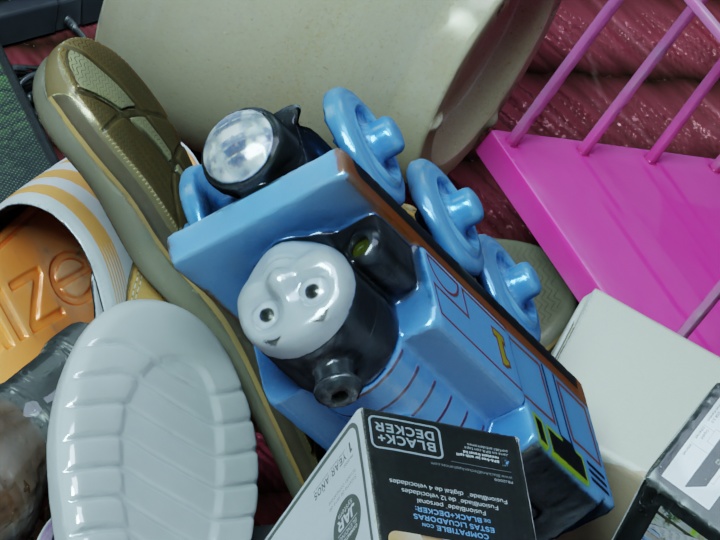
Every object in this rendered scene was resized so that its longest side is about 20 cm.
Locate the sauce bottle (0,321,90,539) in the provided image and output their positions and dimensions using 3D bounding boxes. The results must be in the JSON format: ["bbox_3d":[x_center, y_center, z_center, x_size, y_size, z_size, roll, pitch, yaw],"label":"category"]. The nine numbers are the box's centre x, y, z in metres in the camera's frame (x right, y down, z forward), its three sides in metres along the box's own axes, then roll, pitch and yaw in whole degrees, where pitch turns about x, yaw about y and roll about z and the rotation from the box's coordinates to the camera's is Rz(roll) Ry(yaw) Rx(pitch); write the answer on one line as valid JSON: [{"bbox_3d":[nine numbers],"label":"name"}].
[{"bbox_3d":[-0.154,0.089,1.014,0.065,0.065,0.200,41,56,17],"label":"sauce bottle"}]

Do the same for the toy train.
[{"bbox_3d":[0.011,0.022,1.026,0.200,0.087,0.114,44,23,-49],"label":"toy train"}]

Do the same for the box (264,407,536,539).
[{"bbox_3d":[0.013,0.158,0.937,0.060,0.117,0.200,12,45,-22],"label":"box"}]

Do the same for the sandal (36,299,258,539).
[{"bbox_3d":[-0.078,0.103,0.982,0.082,0.050,0.203,22,54,-37],"label":"sandal"}]

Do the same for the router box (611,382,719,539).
[{"bbox_3d":[0.149,0.138,1.045,0.149,0.200,0.051,36,64,10],"label":"router box"}]

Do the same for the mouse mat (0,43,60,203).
[{"bbox_3d":[-0.232,-0.069,1.195,0.200,0.008,0.161,-12,53,-26],"label":"mouse mat"}]

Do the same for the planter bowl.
[{"bbox_3d":[0.003,-0.118,1.227,0.135,0.200,0.200,32,41,13],"label":"planter bowl"}]

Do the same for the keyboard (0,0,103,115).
[{"bbox_3d":[-0.133,-0.121,1.307,0.200,0.021,0.127,-21,59,-39],"label":"keyboard"}]

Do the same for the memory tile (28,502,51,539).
[{"bbox_3d":[-0.142,0.086,1.089,0.153,0.017,0.200,-14,54,-37],"label":"memory tile"}]

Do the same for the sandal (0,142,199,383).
[{"bbox_3d":[-0.118,0.012,1.096,0.207,0.059,0.079,-36,97,-36],"label":"sandal"}]

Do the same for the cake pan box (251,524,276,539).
[{"bbox_3d":[-0.009,0.181,1.022,0.184,0.052,0.200,11,47,-23],"label":"cake pan box"}]

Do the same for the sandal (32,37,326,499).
[{"bbox_3d":[-0.066,0.009,1.069,0.200,0.054,0.080,56,16,-19],"label":"sandal"}]

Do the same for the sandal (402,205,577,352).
[{"bbox_3d":[0.000,0.000,1.210,0.200,0.054,0.080,9,44,-19],"label":"sandal"}]

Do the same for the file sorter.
[{"bbox_3d":[0.182,-0.038,1.265,0.200,0.125,0.139,5,43,-45],"label":"file sorter"}]

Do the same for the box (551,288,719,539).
[{"bbox_3d":[0.149,0.103,1.159,0.200,0.095,0.078,28,47,4],"label":"box"}]
